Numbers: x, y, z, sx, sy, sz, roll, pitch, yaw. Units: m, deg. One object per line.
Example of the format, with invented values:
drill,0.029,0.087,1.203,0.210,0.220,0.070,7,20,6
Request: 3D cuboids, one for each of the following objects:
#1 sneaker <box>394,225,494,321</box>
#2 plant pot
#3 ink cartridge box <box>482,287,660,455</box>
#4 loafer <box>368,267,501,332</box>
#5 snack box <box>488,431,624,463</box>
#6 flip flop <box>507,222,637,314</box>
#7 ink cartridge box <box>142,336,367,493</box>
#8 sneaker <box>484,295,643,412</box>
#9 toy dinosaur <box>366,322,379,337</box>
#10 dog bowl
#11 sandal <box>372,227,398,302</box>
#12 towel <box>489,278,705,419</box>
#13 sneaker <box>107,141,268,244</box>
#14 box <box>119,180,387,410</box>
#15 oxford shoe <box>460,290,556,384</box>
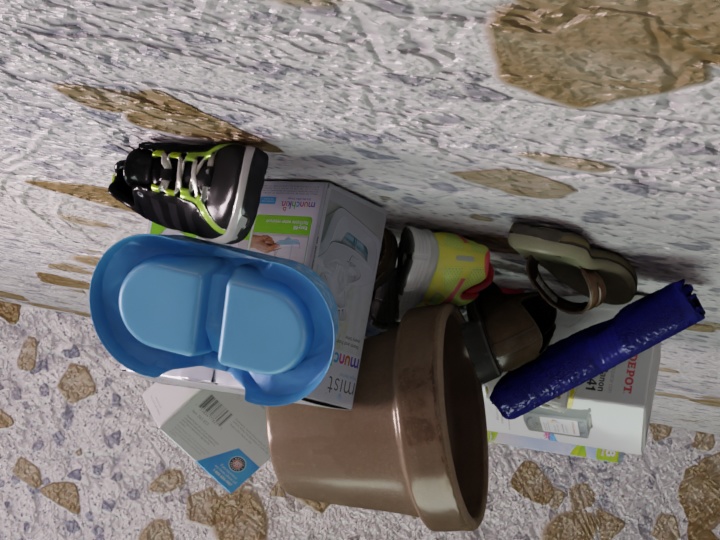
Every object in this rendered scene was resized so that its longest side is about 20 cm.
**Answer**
sneaker,0.077,0.008,1.214,0.089,0.079,0.200,2,174,-1
plant pot,0.013,0.138,1.166,0.173,0.202,0.200,-8,168,13
ink cartridge box,0.218,0.105,1.417,0.198,0.148,0.086,6,137,17
loafer,0.081,0.039,1.427,0.071,0.074,0.199,17,169,-34
snack box,0.223,0.130,1.556,0.198,0.171,0.068,6,175,16
flip flop,0.180,0.006,1.128,0.080,0.058,0.200,5,171,28
ink cartridge box,-0.093,0.100,1.251,0.115,0.200,0.068,49,179,-35
sneaker,0.212,0.085,1.334,0.198,0.117,0.074,-5,172,-13
toy dinosaur,0.002,0.093,1.550,0.104,0.201,0.182,26,-169,-18
dog bowl,-0.107,0.032,0.999,0.198,0.113,0.050,13,-164,14
sandal,0.000,0.000,1.263,0.054,0.083,0.200,13,164,-20
towel,0.216,0.068,1.191,0.199,0.050,0.148,-30,170,14
sneaker,-0.140,-0.061,0.993,0.082,0.072,0.199,15,170,-28
box,-0.095,0.018,1.121,0.199,0.178,0.096,3,170,37
oxford shoe,0.142,0.053,1.191,0.084,0.073,0.200,-23,-172,8
